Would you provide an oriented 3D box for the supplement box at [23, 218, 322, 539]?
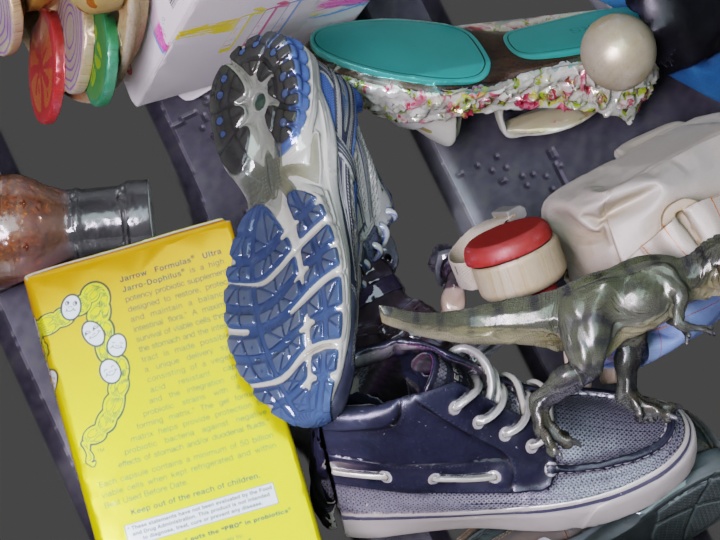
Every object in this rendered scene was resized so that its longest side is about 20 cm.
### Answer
[{"bbox_3d":[-0.089,0.092,1.280,0.109,0.109,0.201,-16,78,-5],"label":"supplement box"}]

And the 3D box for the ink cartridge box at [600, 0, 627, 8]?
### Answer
[{"bbox_3d":[0.093,-0.238,1.377,0.199,0.067,0.116,27,79,4],"label":"ink cartridge box"}]

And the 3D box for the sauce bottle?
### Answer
[{"bbox_3d":[-0.207,-0.016,1.323,0.198,0.066,0.067,-4,78,-2],"label":"sauce bottle"}]

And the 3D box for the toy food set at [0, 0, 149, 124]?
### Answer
[{"bbox_3d":[-0.164,-0.175,1.297,0.048,0.199,0.200,-16,53,-26],"label":"toy food set"}]

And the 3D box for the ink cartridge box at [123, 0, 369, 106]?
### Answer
[{"bbox_3d":[-0.068,-0.183,1.306,0.124,0.200,0.129,-17,78,-23],"label":"ink cartridge box"}]

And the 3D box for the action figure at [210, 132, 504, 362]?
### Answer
[{"bbox_3d":[0.000,0.000,1.327,0.129,0.069,0.201,-26,84,-14],"label":"action figure"}]

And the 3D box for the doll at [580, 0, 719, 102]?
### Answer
[{"bbox_3d":[0.194,-0.147,1.328,0.199,0.048,0.137,-31,106,-31],"label":"doll"}]

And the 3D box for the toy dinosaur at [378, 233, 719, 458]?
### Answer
[{"bbox_3d":[0.113,0.038,1.223,0.198,0.047,0.089,-11,103,-2],"label":"toy dinosaur"}]

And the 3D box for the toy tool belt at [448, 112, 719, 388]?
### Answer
[{"bbox_3d":[0.152,0.006,1.295,0.199,0.125,0.124,-28,104,-29],"label":"toy tool belt"}]

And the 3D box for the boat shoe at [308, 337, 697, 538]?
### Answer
[{"bbox_3d":[0.068,0.077,1.257,0.198,0.093,0.075,-10,45,1],"label":"boat shoe"}]

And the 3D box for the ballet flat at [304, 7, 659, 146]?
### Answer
[{"bbox_3d":[0.067,-0.097,1.339,0.198,0.064,0.076,-3,36,-9],"label":"ballet flat"}]

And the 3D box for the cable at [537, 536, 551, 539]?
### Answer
[{"bbox_3d":[0.133,0.236,1.248,0.198,0.069,0.202,13,94,-15],"label":"cable"}]

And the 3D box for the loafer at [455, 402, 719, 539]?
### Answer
[{"bbox_3d":[0.101,0.134,1.307,0.199,0.072,0.063,-25,52,-12],"label":"loafer"}]

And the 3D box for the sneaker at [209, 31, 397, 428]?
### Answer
[{"bbox_3d":[-0.015,-0.018,1.244,0.077,0.085,0.202,-21,63,38],"label":"sneaker"}]
